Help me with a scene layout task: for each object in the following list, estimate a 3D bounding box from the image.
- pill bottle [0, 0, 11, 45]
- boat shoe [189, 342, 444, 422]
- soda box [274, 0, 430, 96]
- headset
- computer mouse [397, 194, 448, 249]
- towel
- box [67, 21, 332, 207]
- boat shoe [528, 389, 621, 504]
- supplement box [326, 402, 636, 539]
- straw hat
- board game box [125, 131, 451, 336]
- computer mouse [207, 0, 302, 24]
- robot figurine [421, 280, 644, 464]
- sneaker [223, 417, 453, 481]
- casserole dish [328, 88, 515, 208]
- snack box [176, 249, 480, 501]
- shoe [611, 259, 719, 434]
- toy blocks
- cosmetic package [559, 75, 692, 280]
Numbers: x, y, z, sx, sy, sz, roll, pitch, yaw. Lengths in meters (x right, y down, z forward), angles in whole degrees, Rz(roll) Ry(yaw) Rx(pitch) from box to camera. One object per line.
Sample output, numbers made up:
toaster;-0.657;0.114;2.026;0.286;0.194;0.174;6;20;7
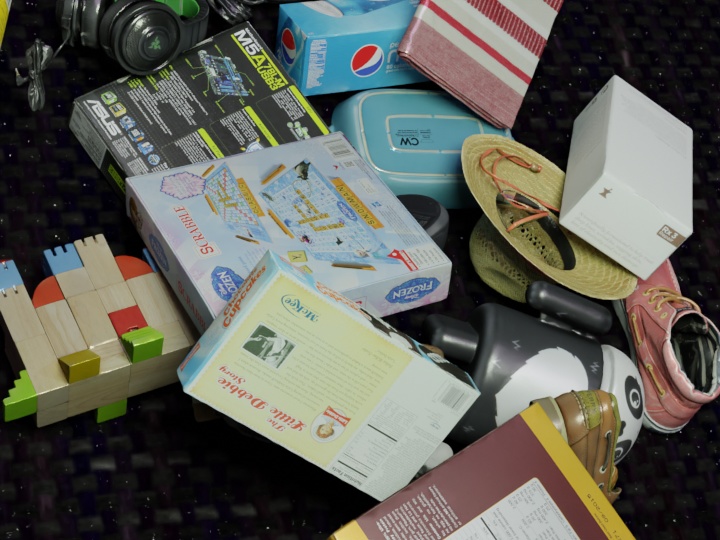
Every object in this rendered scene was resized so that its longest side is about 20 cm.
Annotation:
pill bottle;-0.356;-0.185;1.233;0.113;0.113;0.200;12;61;-14
boat shoe;-0.033;0.093;1.164;0.200;0.072;0.076;-1;79;-4
soda box;0.024;-0.217;1.402;0.200;0.064;0.068;-9;39;-24
headset;-0.219;-0.203;1.304;0.123;0.094;0.200;24;31;23
computer mouse;0.000;0.000;1.281;0.138;0.053;0.200;16;39;39
towel;0.121;-0.250;1.381;0.144;0.023;0.200;32;74;-33
box;-0.123;-0.103;1.316;0.193;0.048;0.200;-30;77;-32
boat shoe;0.177;0.175;1.192;0.068;0.200;0.072;-13;46;-6
supplement box;0.061;0.231;1.121;0.200;0.197;0.133;-28;76;-30
straw hat;0.146;-0.023;1.342;0.201;0.085;0.201;28;33;-20
board game box;-0.061;-0.026;1.198;0.199;0.041;0.200;-14;42;-23
computer mouse;-0.081;-0.298;1.423;0.200;0.053;0.139;-20;70;-30
robot figurine;0.141;0.101;1.258;0.200;0.150;0.125;20;46;-9
sneaker;-0.009;0.108;1.227;0.200;0.078;0.100;23;62;-8
casserole dish;0.065;-0.119;1.396;0.200;0.039;0.121;-1;64;-19
snack box;-0.022;0.083;1.105;0.200;0.116;0.037;33;11;-27
shoe;0.282;0.042;1.360;0.071;0.091;0.200;5;63;-17
toy blocks;-0.210;0.035;1.195;0.200;0.100;0.137;-17;59;-23
cosmetic package;0.248;-0.089;1.379;0.102;0.074;0.200;34;35;-8
